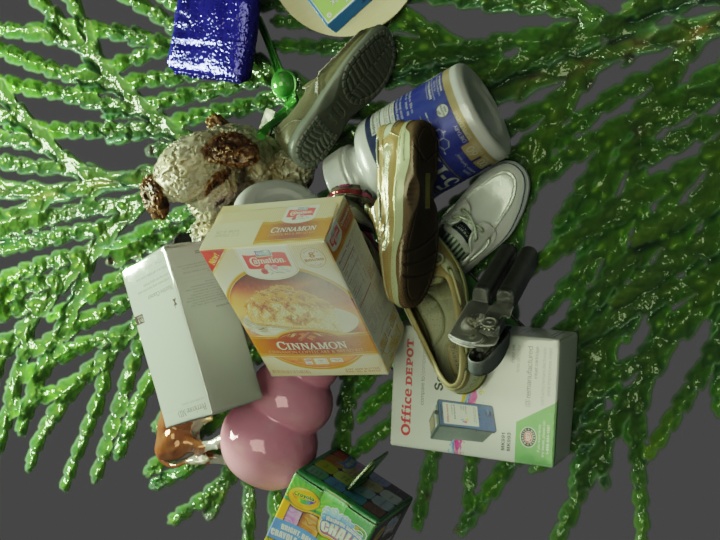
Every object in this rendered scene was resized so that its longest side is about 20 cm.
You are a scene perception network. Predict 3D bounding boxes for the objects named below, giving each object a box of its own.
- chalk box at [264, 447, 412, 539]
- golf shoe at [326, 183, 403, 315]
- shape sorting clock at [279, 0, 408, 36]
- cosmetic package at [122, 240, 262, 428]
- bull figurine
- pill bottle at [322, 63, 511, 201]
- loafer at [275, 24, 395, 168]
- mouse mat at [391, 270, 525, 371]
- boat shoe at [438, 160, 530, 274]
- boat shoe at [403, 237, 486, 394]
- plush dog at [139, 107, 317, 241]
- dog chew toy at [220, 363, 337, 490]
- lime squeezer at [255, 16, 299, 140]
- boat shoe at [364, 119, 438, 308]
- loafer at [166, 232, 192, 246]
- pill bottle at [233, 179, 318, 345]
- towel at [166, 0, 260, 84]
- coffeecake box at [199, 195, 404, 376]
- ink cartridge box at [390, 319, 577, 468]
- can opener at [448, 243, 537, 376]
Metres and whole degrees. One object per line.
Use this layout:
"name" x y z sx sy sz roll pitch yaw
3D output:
"chalk box" -0.028 0.304 1.390 0.123 0.125 0.202 29 103 18
"golf shoe" 0.000 0.000 1.319 0.072 0.093 0.201 -7 136 21
"shape sorting clock" -0.019 -0.383 1.374 0.198 0.039 0.203 2 95 19
"cosmetic package" -0.201 0.076 1.361 0.112 0.081 0.202 -24 80 47
"bull figurine" -0.215 0.161 1.489 0.120 0.065 0.202 11 98 20
"pill bottle" 0.061 -0.138 1.317 0.199 0.119 0.121 -29 83 23
"loafer" -0.035 -0.214 1.350 0.069 0.075 0.201 27 72 39
"mouse mat" 0.107 0.084 1.378 0.200 0.008 0.161 46 109 14
"boat shoe" 0.124 -0.040 1.324 0.073 0.067 0.201 38 103 15
"boat shoe" 0.081 0.038 1.263 0.073 0.063 0.203 -22 73 18
"plush dog" -0.177 -0.126 1.391 0.199 0.171 0.162 -32 82 23
"dog chew toy" -0.091 0.167 1.412 0.124 0.124 0.201 29 97 18
"lime squeezer" -0.106 -0.222 1.409 0.038 0.070 0.202 -39 42 40
"boat shoe" 0.040 -0.061 1.242 0.076 0.071 0.202 3 86 35
"loafer" -0.191 0.037 1.450 0.202 0.071 0.063 69 155 15
"pill bottle" -0.105 -0.002 1.371 0.112 0.112 0.201 31 137 18
"towel" -0.180 -0.338 1.419 0.147 0.049 0.202 14 100 44
"coffeecake box" -0.059 0.022 1.242 0.152 0.073 0.201 -3 133 27
"ink cartridge box" 0.140 0.136 1.317 0.198 0.087 0.147 5 96 25
"can opener" 0.150 0.043 1.264 0.053 0.200 0.068 8 121 21
